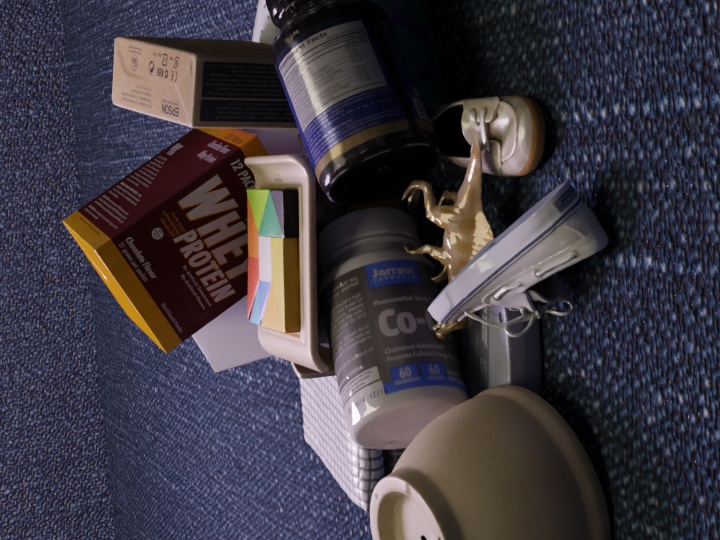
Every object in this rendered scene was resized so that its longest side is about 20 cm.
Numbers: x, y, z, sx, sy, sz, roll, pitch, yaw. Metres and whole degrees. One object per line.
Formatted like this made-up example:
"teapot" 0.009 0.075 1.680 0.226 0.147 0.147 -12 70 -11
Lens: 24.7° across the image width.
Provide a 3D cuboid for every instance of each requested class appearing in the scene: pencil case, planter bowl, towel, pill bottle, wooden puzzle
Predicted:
"pencil case" 0.027 -0.227 1.548 0.092 0.085 0.201 -21 76 54
"planter bowl" 0.092 0.208 1.366 0.200 0.134 0.201 32 129 50
"towel" 0.000 0.145 1.757 0.200 0.085 0.166 -141 44 -64
"pill bottle" -0.013 -0.169 1.454 0.112 0.111 0.201 122 130 -61
"pill bottle" 0.025 0.051 1.501 0.114 0.113 0.201 116 145 -57
"wooden puzzle" -0.078 -0.009 1.554 0.185 0.037 0.201 -172 76 -71

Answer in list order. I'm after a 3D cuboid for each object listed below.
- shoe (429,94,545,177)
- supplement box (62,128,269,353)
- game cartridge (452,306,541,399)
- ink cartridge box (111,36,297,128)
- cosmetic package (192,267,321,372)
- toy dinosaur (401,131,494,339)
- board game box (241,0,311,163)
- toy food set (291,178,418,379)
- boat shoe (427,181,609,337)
"shoe" 0.101 -0.114 1.419 0.200 0.053 0.070 -170 74 -70
"supplement box" -0.180 -0.043 1.728 0.133 0.200 0.197 57 169 -19
"game cartridge" 0.119 0.084 1.465 0.133 0.040 0.201 -137 44 -67
"ink cartridge box" -0.136 -0.189 1.646 0.200 0.164 0.075 22 109 57
"cosmetic package" -0.079 0.028 1.736 0.090 0.199 0.107 62 -148 -21
"toy dinosaur" 0.087 -0.044 1.430 0.101 0.058 0.201 37 129 47
"board game box" -0.064 -0.184 1.711 0.200 0.026 0.201 40 125 51
"toy food set" 0.000 0.000 1.610 0.060 0.143 0.201 -150 56 -69
"boat shoe" 0.135 0.010 1.328 0.086 0.075 0.202 47 137 -1
